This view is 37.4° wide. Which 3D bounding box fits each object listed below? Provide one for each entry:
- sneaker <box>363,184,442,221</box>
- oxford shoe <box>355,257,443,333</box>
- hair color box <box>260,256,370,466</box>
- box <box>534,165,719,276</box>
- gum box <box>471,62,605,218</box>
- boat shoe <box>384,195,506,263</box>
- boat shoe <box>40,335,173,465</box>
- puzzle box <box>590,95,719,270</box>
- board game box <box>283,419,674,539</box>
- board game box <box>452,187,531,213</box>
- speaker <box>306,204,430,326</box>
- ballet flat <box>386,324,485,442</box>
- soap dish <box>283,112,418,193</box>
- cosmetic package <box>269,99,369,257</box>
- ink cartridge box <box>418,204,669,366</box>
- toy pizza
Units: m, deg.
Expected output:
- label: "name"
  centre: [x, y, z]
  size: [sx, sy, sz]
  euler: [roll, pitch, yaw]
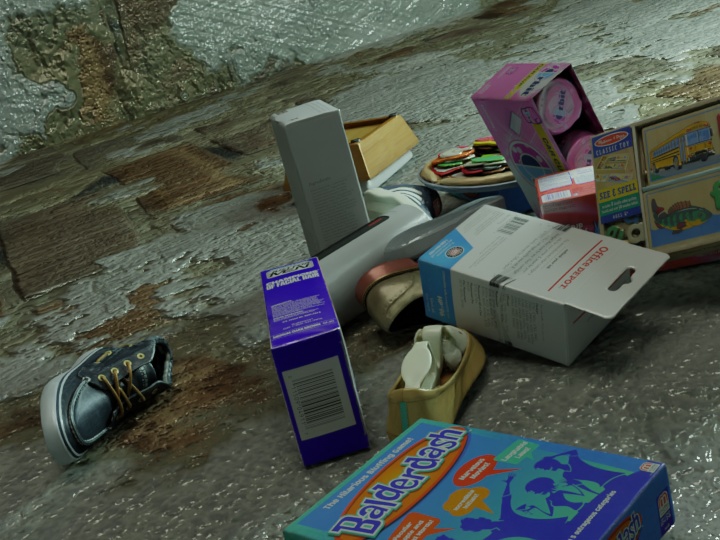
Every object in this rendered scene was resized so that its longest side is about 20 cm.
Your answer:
- label: "sneaker"
  centre: [0.072, -0.070, 1.314]
  size: [0.083, 0.076, 0.200]
  euler: [-12, 22, -16]
- label: "oxford shoe"
  centre: [0.097, 0.020, 1.080]
  size: [0.197, 0.071, 0.075]
  euler: [-18, 46, -16]
- label: "hair color box"
  centre: [-0.043, 0.072, 0.937]
  size: [0.064, 0.111, 0.200]
  euler: [-16, 19, -4]
- label: "box"
  centre: [0.282, -0.058, 1.078]
  size: [0.197, 0.096, 0.103]
  euler: [-11, 19, 9]
- label: "gum box"
  centre: [0.220, -0.129, 1.181]
  size: [0.066, 0.201, 0.113]
  euler: [-42, 26, -16]
- label: "boat shoe"
  centre: [0.104, -0.030, 1.158]
  size: [0.071, 0.063, 0.199]
  euler: [-9, 11, 46]
- label: "boat shoe"
  centre: [-0.240, 0.114, 1.025]
  size: [0.089, 0.072, 0.201]
  euler: [-17, 16, 6]
- label: "puzzle box"
  centre: [0.304, -0.084, 0.950]
  size: [0.198, 0.135, 0.025]
  euler: [-16, -22, 36]
- label: "board game box"
  centre: [0.072, 0.162, 0.671]
  size: [0.198, 0.046, 0.151]
  euler: [2, 25, 43]
- label: "board game box"
  centre: [0.210, -0.131, 1.419]
  size: [0.150, 0.046, 0.200]
  euler: [-20, 19, -14]
- label: "speaker"
  centre: [0.000, 0.000, 1.158]
  size: [0.080, 0.082, 0.199]
  euler: [3, 26, 43]
- label: "ballet flat"
  centre: [0.066, 0.081, 0.901]
  size: [0.067, 0.064, 0.200]
  euler: [-8, 20, 17]
- label: "soap dish"
  centre: [-0.016, -0.182, 1.683]
  size: [0.155, 0.082, 0.200]
  euler: [-4, 20, 28]
- label: "cosmetic package"
  centre: [-0.041, -0.092, 1.255]
  size: [0.073, 0.203, 0.102]
  euler: [-18, 19, -10]
- label: "ink cartridge box"
  centre: [0.165, 0.014, 0.960]
  size: [0.198, 0.069, 0.116]
  euler: [18, 42, 38]
- label: "toy pizza"
  centre: [0.168, -0.142, 1.344]
  size: [0.197, 0.032, 0.201]
  euler: [-9, 19, 3]
